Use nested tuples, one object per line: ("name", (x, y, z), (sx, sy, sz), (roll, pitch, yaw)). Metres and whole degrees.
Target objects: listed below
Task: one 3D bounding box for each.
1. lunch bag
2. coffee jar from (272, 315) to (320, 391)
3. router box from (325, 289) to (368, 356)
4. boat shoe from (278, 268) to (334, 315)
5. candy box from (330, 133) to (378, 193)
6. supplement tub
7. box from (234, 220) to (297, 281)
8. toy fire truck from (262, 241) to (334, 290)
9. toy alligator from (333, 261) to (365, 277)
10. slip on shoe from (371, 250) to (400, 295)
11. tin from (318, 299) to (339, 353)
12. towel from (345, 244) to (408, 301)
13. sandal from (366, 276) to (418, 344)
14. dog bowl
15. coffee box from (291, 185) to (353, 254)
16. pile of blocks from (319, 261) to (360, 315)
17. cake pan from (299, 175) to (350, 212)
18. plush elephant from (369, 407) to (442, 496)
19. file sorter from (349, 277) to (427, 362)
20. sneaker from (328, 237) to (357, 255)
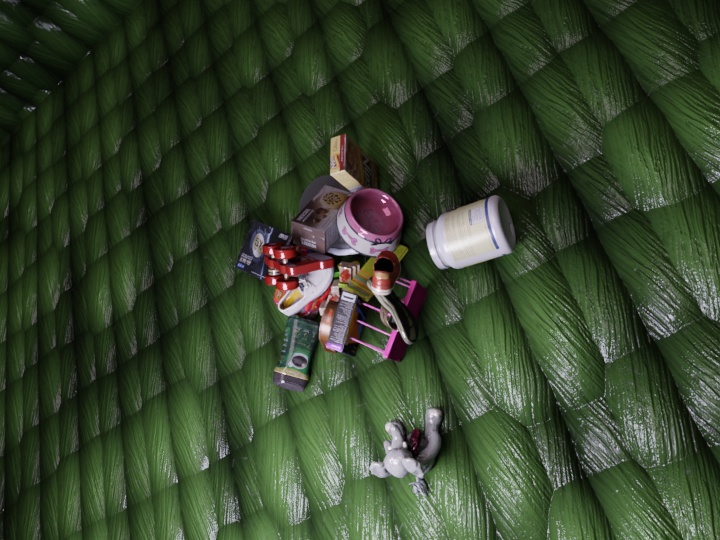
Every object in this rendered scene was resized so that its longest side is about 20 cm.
("lunch bag", (-0.160, 0.039, 1.859), (0.173, 0.081, 0.205), (17, 85, 33))
("coffee jar", (-0.185, 0.242, 1.782), (0.085, 0.102, 0.206), (-8, 65, 64))
("router box", (-0.032, 0.146, 1.652), (0.050, 0.200, 0.153), (15, 82, 12))
("boat shoe", (-0.159, 0.050, 1.769), (0.199, 0.070, 0.071), (-41, 70, 7))
("candy box", (-0.016, -0.295, 1.794), (0.054, 0.199, 0.119), (-10, 68, 29))
("supplement tub", (0.278, -0.090, 1.553), (0.196, 0.144, 0.149), (-17, 64, 28))
("box", (-0.288, -0.048, 1.969), (0.197, 0.086, 0.168), (21, 86, 38))
("toy fire truck", (-0.183, -0.023, 1.745), (0.198, 0.164, 0.116), (18, 115, 58))
("toy alligator", (0.000, 0.000, 1.778), (0.195, 0.061, 0.054), (-2, 29, 26))
("slip on shoe", (0.063, -0.009, 1.518), (0.072, 0.201, 0.063), (6, 115, 7))
("tin", (-0.073, 0.155, 1.685), (0.041, 0.201, 0.115), (10, 68, 10))
("towel", (0.046, -0.006, 1.709), (0.085, 0.018, 0.201), (26, 64, 31))
("sandal", (0.076, 0.102, 1.504), (0.058, 0.079, 0.203), (-50, 57, 23))
("dog bowl", (0.033, -0.141, 1.706), (0.074, 0.194, 0.205), (120, 140, -52))
("coffee box", (-0.102, -0.150, 1.777), (0.110, 0.081, 0.201), (19, 45, 20))
("pile of blocks", (-0.057, 0.070, 1.752), (0.080, 0.063, 0.203), (26, 118, -2))
("cake pan", (-0.116, -0.211, 1.938), (0.196, 0.036, 0.206), (-13, 67, 31))
("plush elephant", (0.107, 0.435, 1.479), (0.161, 0.154, 0.206), (-16, 65, 29))
("file sorter", (0.072, 0.115, 1.610), (0.123, 0.139, 0.205), (20, 85, 22))
("sneaker", (-0.068, -0.088, 1.829), (0.196, 0.072, 0.073), (9, 104, 37))
